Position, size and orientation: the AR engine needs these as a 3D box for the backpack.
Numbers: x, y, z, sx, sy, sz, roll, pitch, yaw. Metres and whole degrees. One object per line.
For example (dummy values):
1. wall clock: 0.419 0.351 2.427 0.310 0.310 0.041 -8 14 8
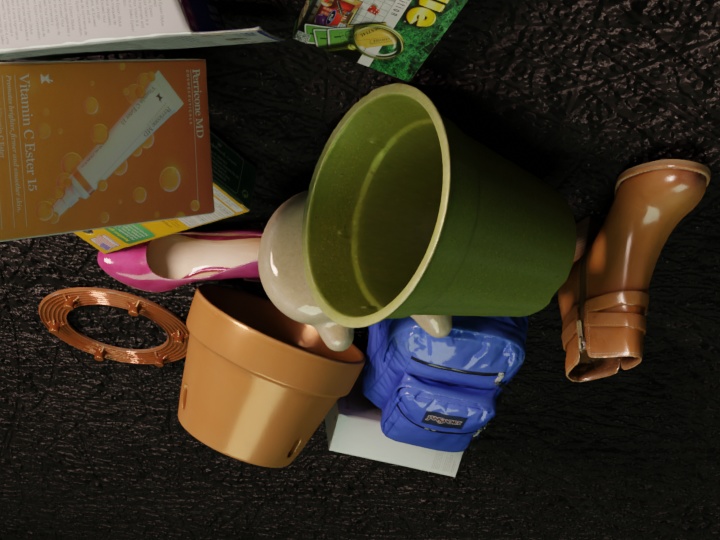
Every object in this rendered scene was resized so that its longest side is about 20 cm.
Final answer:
1. backpack: 0.096 0.085 1.178 0.160 0.170 0.201 7 146 -10

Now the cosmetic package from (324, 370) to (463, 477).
1. cosmetic package: 0.033 0.164 1.327 0.149 0.052 0.200 15 -166 -9

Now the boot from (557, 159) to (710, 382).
1. boot: 0.243 0.004 1.001 0.073 0.157 0.200 16 150 -14

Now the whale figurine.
1. whale figurine: 0.000 0.000 1.084 0.197 0.161 0.104 16 178 -2

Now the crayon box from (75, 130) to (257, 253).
1. crayon box: -0.213 -0.086 1.069 0.198 0.052 0.126 -14 144 33

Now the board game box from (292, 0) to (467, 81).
1. board game box: 0.030 -0.214 0.809 0.103 0.024 0.200 15 150 -16

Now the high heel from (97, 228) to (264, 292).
1. high heel: -0.168 -0.017 1.152 0.197 0.068 0.096 8 161 -10

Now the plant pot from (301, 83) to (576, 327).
1. plant pot: 0.080 -0.036 0.971 0.188 0.203 0.199 13 154 -36

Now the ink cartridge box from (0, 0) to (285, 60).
1. ink cartridge box: -0.158 -0.174 0.785 0.197 0.044 0.196 -6 -170 1

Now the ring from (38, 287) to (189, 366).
1. ring: -0.307 0.077 1.417 0.197 0.019 0.201 6 150 3

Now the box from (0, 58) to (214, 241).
1. box: -0.222 -0.097 0.866 0.198 0.126 0.097 -11 -167 -41

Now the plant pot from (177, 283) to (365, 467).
1. plant pot: -0.110 0.119 1.221 0.198 0.142 0.200 23 -173 -3
